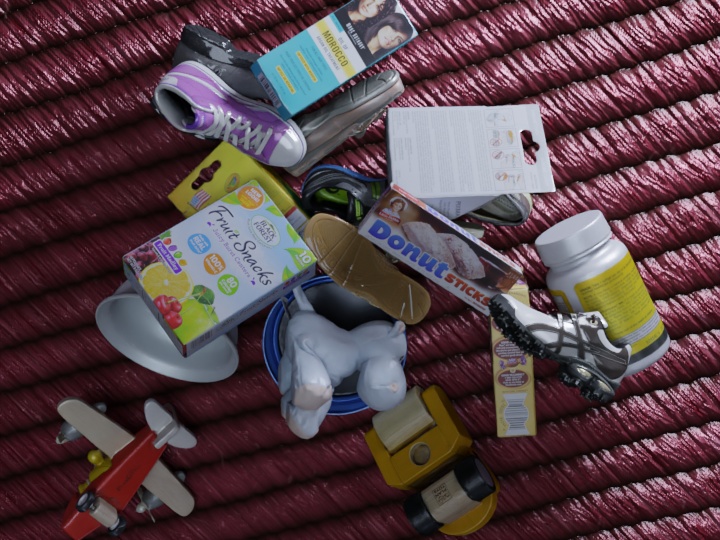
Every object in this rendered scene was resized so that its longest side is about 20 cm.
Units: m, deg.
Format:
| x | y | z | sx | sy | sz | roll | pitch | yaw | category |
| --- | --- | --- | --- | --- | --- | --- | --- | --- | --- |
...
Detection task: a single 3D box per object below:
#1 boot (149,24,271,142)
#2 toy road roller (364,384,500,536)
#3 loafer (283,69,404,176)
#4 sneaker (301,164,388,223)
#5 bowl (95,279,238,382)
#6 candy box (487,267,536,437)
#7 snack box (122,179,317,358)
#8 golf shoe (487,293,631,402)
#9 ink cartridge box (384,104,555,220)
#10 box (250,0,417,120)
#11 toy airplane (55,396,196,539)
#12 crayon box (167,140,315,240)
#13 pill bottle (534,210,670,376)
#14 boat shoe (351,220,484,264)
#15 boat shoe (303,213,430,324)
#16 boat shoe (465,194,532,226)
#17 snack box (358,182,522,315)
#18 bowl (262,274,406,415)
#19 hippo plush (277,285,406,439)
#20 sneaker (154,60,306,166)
| x | y | z | sx | sy | sz | roll | pitch | yaw | category |
| --- | --- | --- | --- | --- | --- | --- | --- | --- | --- |
| -0.168 | -0.225 | 1.378 | 0.200 | 0.070 | 0.132 | 28 | 111 | 5 | boot |
| 0.112 | 0.271 | 1.449 | 0.123 | 0.146 | 0.200 | -36 | 60 | 12 | toy road roller |
| -0.025 | -0.192 | 1.370 | 0.200 | 0.072 | 0.063 | -27 | 116 | 17 | loafer |
| 0.016 | -0.087 | 1.360 | 0.199 | 0.083 | 0.071 | 10 | 131 | 15 | sneaker |
| -0.247 | 0.060 | 1.409 | 0.200 | 0.091 | 0.201 | 13 | 146 | 9 | bowl |
| 0.200 | 0.106 | 1.388 | 0.056 | 0.117 | 0.201 | -5 | 103 | 7 | candy box |
| -0.175 | -0.005 | 1.305 | 0.200 | 0.053 | 0.142 | -32 | 74 | -20 | snack box |
| 0.248 | 0.076 | 1.293 | 0.200 | 0.078 | 0.095 | 37 | 82 | -13 | golf shoe |
| 0.133 | -0.138 | 1.322 | 0.199 | 0.163 | 0.057 | 1 | 141 | -3 | ink cartridge box |
| -0.032 | -0.276 | 1.314 | 0.200 | 0.049 | 0.082 | -35 | 99 | -13 | box |
| -0.332 | 0.266 | 1.476 | 0.199 | 0.141 | 0.201 | -5 | 95 | -32 | toy airplane |
| -0.145 | -0.072 | 1.410 | 0.127 | 0.051 | 0.200 | -41 | 97 | 12 | crayon box |
| 0.312 | 0.031 | 1.362 | 0.114 | 0.114 | 0.200 | -26 | 100 | 10 | pill bottle |
| 0.065 | -0.036 | 1.393 | 0.199 | 0.071 | 0.063 | 5 | 112 | 5 | boat shoe |
| 0.000 | 0.000 | 1.363 | 0.200 | 0.069 | 0.074 | 41 | 82 | -16 | boat shoe |
| 0.133 | -0.113 | 1.368 | 0.199 | 0.065 | 0.073 | 19 | 106 | 2 | boat shoe |
| 0.098 | -0.024 | 1.274 | 0.200 | 0.024 | 0.072 | 32 | 112 | -15 | snack box |
| -0.034 | 0.100 | 1.447 | 0.200 | 0.039 | 0.201 | 1 | 103 | 5 | bowl |
| -0.021 | 0.124 | 1.381 | 0.160 | 0.159 | 0.201 | 1 | 61 | -13 | hippo plush |
| -0.167 | -0.178 | 1.302 | 0.200 | 0.114 | 0.073 | 29 | 116 | -4 | sneaker |
